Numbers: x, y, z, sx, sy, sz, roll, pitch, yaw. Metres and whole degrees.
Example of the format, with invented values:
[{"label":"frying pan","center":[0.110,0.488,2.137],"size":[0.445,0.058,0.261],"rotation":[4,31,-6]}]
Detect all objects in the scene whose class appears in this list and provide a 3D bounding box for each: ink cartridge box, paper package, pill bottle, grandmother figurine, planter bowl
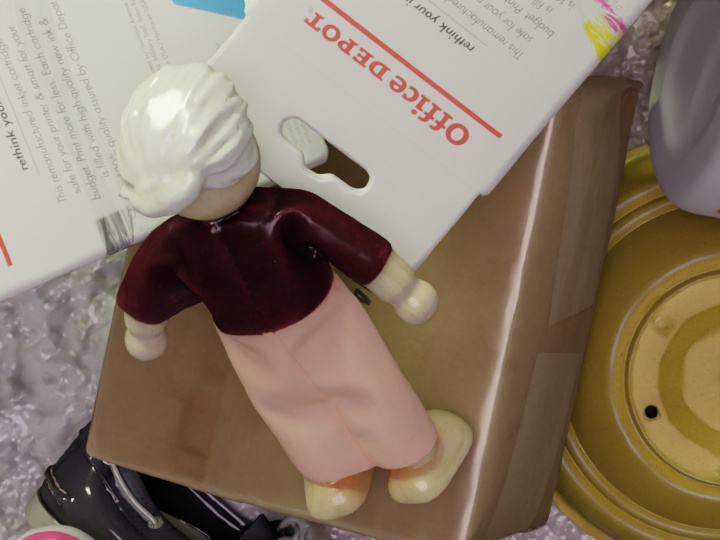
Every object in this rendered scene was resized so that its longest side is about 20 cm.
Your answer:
[{"label":"ink cartridge box","center":[-0.126,-0.056,0.891],"size":[0.200,0.067,0.116],"rotation":[-24,96,-26]},{"label":"paper package","center":[0.000,0.000,1.006],"size":[0.190,0.103,0.201],"rotation":[13,97,23]},{"label":"pill bottle","center":[0.230,-0.063,0.994],"size":[0.199,0.112,0.113],"rotation":[10,96,-15]},{"label":"grandmother figurine","center":[-0.034,0.008,0.871],"size":[0.121,0.061,0.200],"rotation":[-17,129,12]},{"label":"planter bowl","center":[0.158,0.041,1.035],"size":[0.200,0.083,0.201],"rotation":[0,95,4]},{"label":"ink cartridge box","center":[0.035,-0.112,0.872],"size":[0.115,0.068,0.200],"rotation":[37,103,-16]}]

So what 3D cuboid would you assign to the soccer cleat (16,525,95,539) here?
[{"label":"soccer cleat","center":[-0.113,0.195,1.056],"size":[0.070,0.086,0.201],"rotation":[-8,108,13]}]

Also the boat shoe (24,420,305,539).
[{"label":"boat shoe","center":[-0.052,0.134,1.062],"size":[0.200,0.073,0.063],"rotation":[31,100,5]}]
